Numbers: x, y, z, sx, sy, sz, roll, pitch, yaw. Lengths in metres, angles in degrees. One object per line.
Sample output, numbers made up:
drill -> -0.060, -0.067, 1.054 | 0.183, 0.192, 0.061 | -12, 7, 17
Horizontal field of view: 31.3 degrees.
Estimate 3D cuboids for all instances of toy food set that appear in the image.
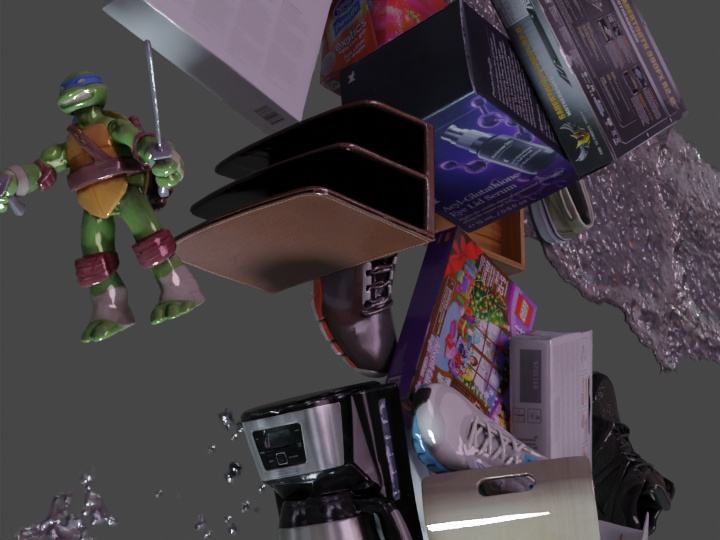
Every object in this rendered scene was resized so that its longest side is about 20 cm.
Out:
toy food set -> 0.137, 0.240, 1.115 | 0.061, 0.141, 0.202 | -88, 167, -49

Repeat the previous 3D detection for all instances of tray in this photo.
tray -> 0.096, -0.067, 1.335 | 0.199, 0.037, 0.100 | 20, 63, -43

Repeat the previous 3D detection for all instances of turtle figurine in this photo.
turtle figurine -> -0.198, -0.047, 0.937 | 0.142, 0.200, 0.196 | -20, 97, -14

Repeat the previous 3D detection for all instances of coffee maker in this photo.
coffee maker -> -0.015, 0.201, 1.079 | 0.192, 0.133, 0.203 | 32, 48, -80

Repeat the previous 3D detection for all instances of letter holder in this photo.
letter holder -> -0.057, -0.065, 1.046 | 0.141, 0.199, 0.102 | 18, 64, -42

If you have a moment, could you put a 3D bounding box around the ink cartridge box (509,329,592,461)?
ink cartridge box -> 0.194, 0.141, 1.291 | 0.200, 0.049, 0.165 | -1, 91, -71

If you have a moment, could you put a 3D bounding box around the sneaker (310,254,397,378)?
sneaker -> 0.000, 0.000, 1.174 | 0.077, 0.081, 0.202 | -23, 94, -48

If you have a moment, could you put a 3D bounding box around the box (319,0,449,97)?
box -> 0.060, -0.208, 1.296 | 0.199, 0.095, 0.101 | 23, 60, -41

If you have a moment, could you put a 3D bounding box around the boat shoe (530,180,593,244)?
boat shoe -> 0.217, -0.133, 1.465 | 0.072, 0.062, 0.203 | -18, 90, -48

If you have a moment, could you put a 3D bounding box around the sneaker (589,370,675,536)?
sneaker -> 0.287, 0.203, 1.396 | 0.076, 0.113, 0.202 | 26, 57, -41

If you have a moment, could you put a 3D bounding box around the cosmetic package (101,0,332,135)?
cosmetic package -> -0.121, -0.240, 1.146 | 0.199, 0.051, 0.152 | 36, 56, -34

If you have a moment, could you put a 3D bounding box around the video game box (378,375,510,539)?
video game box -> 0.096, 0.174, 1.250 | 0.182, 0.046, 0.202 | -32, 101, -45

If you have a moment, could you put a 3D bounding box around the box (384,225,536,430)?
box -> 0.097, 0.078, 1.220 | 0.137, 0.039, 0.202 | 43, 49, -31

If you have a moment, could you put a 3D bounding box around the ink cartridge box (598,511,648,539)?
ink cartridge box -> 0.237, 0.327, 1.262 | 0.201, 0.067, 0.117 | 81, 25, -48

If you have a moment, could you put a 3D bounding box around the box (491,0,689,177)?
box -> 0.216, -0.207, 1.210 | 0.158, 0.048, 0.202 | -31, 95, -45

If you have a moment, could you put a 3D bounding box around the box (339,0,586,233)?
box -> 0.097, -0.138, 1.205 | 0.199, 0.147, 0.106 | 25, 49, -44

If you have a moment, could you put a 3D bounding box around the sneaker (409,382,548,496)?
sneaker -> 0.121, 0.163, 1.122 | 0.200, 0.086, 0.076 | 46, 49, -31
